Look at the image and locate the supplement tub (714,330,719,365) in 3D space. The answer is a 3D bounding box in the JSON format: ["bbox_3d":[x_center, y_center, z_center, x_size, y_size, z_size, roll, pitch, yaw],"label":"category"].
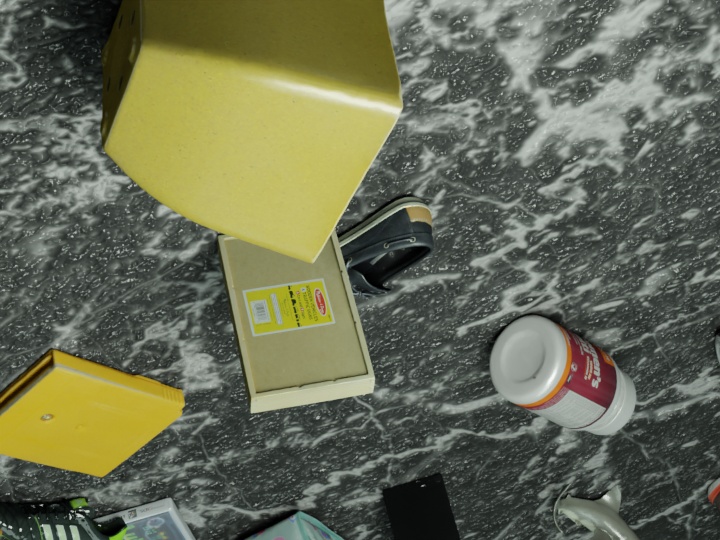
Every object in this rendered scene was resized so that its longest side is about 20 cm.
[{"bbox_3d":[0.574,0.105,1.770,0.198,0.124,0.123,-19,145,5],"label":"supplement tub"}]

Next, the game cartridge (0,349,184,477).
[{"bbox_3d":[-0.326,0.169,1.576,0.176,0.033,0.199,-37,142,26],"label":"game cartridge"}]

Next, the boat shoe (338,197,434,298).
[{"bbox_3d":[0.000,0.000,1.446,0.199,0.063,0.074,-35,148,25],"label":"boat shoe"}]

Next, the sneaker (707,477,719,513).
[{"bbox_3d":[0.621,0.335,2.133,0.076,0.083,0.201,-2,142,-19],"label":"sneaker"}]

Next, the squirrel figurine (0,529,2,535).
[{"bbox_3d":[-0.518,0.299,1.609,0.185,0.143,0.200,-22,160,-10],"label":"squirrel figurine"}]

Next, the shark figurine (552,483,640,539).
[{"bbox_3d":[0.362,0.366,2.099,0.213,0.128,0.090,32,99,-26],"label":"shark figurine"}]

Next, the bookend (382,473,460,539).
[{"bbox_3d":[0.108,0.433,1.956,0.091,0.202,0.200,-15,144,0],"label":"bookend"}]

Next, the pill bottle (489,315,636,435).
[{"bbox_3d":[0.257,0.136,1.694,0.109,0.111,0.199,-36,141,25],"label":"pill bottle"}]

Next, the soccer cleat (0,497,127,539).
[{"bbox_3d":[-0.389,0.319,1.728,0.199,0.067,0.082,28,98,-36],"label":"soccer cleat"}]

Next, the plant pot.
[{"bbox_3d":[-0.103,-0.153,1.099,0.198,0.197,0.195,10,138,-22],"label":"plant pot"}]

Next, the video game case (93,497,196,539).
[{"bbox_3d":[-0.321,0.387,1.873,0.179,0.024,0.201,-16,144,-1],"label":"video game case"}]

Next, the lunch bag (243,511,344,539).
[{"bbox_3d":[-0.101,0.444,1.957,0.169,0.123,0.200,-27,152,11],"label":"lunch bag"}]

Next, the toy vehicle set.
[{"bbox_3d":[-0.067,0.041,1.357,0.122,0.202,0.027,-7,144,-11],"label":"toy vehicle set"}]
